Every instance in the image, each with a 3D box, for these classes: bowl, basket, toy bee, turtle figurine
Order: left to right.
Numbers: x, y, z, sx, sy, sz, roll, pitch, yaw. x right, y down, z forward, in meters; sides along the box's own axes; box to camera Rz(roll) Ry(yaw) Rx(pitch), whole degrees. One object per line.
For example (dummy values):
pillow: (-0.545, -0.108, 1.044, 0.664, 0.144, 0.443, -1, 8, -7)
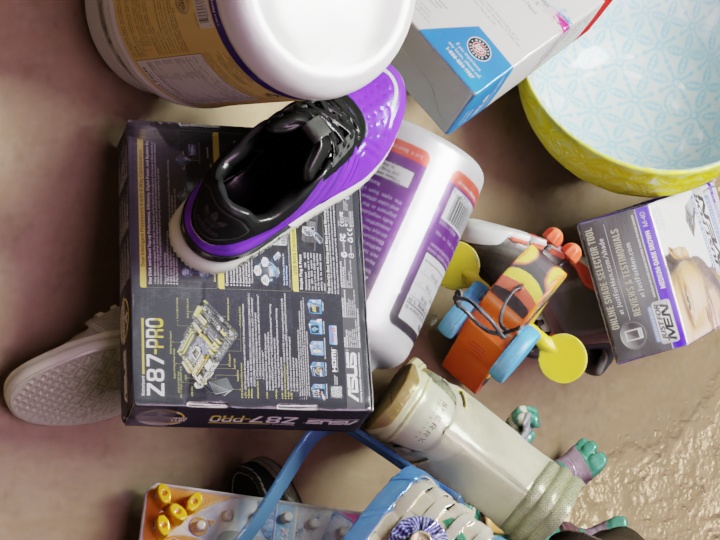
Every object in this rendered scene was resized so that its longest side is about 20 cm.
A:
basket: (0.005, 0.202, 1.501, 0.177, 0.199, 0.139, -56, 147, -18)
turtle figurine: (0.118, 0.179, 1.738, 0.199, 0.100, 0.151, 3, 81, -48)
toy bee: (0.118, 0.027, 1.660, 0.109, 0.200, 0.131, -46, 103, -13)
bowl: (0.205, -0.126, 1.748, 0.200, 0.200, 0.108, -37, 160, -29)

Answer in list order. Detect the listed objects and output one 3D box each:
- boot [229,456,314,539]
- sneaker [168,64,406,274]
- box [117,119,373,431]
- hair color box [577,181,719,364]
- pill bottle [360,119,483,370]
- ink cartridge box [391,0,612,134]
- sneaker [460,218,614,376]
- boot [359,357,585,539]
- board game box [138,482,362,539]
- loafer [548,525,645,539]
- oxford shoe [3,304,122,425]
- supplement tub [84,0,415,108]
boot: (-0.108, 0.240, 1.587, 0.153, 0.073, 0.205, -8, 98, -33)
sneaker: (-0.032, -0.078, 1.472, 0.070, 0.100, 0.200, 45, 63, 4)
box: (-0.077, 0.004, 1.508, 0.160, 0.049, 0.201, 2, 68, -16)
hair color box: (0.236, -0.001, 1.763, 0.200, 0.064, 0.110, -18, 92, -65)
pill bottle: (0.000, 0.000, 1.613, 0.111, 0.111, 0.201, 33, 75, -36)
ink cartridge box: (0.103, -0.203, 1.664, 0.200, 0.067, 0.116, -36, 81, -29)
sneaker: (0.142, 0.026, 1.757, 0.199, 0.077, 0.082, 30, 84, -37)
boot: (0.078, 0.130, 1.609, 0.154, 0.200, 0.072, 35, 87, 1)
board game box: (-0.058, 0.254, 1.549, 0.199, 0.026, 0.201, 9, 74, -11)
loafer: (0.172, 0.214, 1.657, 0.072, 0.073, 0.200, -67, 161, -12)
oxford shoe: (-0.150, 0.047, 1.540, 0.199, 0.058, 0.075, -24, 143, -20)
supplement tub: (-0.075, -0.178, 1.465, 0.145, 0.199, 0.147, -1, 92, -36)
